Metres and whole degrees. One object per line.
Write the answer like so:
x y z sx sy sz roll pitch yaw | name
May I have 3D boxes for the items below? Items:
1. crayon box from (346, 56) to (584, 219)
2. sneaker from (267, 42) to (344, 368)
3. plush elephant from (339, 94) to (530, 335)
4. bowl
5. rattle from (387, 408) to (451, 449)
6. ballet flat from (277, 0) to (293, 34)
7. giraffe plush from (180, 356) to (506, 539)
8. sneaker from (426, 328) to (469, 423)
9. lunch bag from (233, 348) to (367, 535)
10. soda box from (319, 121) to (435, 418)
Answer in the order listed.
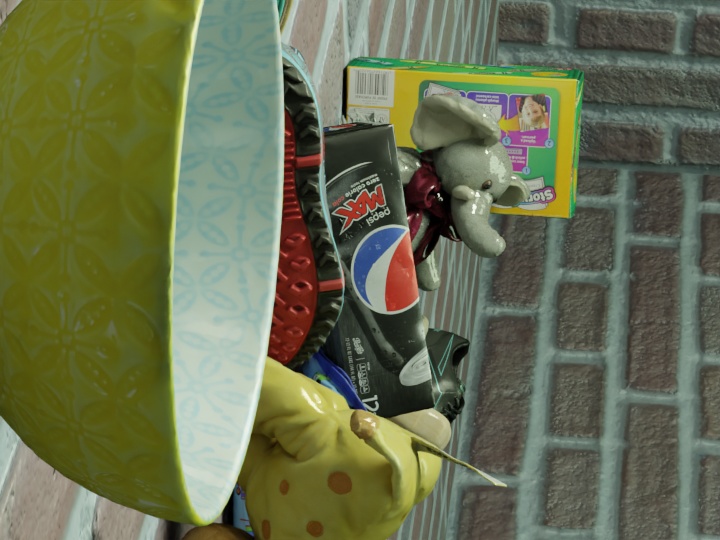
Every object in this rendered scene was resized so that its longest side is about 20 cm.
0.086 -0.113 1.785 0.058 0.198 0.120 -60 153 -73 | crayon box
-0.044 -0.041 1.246 0.096 0.079 0.202 -75 167 -68 | sneaker
0.058 -0.053 1.682 0.165 0.154 0.202 41 42 -53 | plush elephant
-0.093 -0.019 0.708 0.200 0.107 0.202 4 90 -84 | bowl
-0.011 0.140 1.685 0.200 0.129 0.144 -178 -76 -71 | rattle
-0.066 -0.192 1.038 0.063 0.068 0.201 -100 -173 -50 | ballet flat
-0.036 0.148 1.163 0.172 0.199 0.163 31 86 -48 | giraffe plush
0.076 0.154 2.371 0.076 0.079 0.202 79 17 -65 | sneaker
-0.042 0.147 1.426 0.200 0.093 0.152 -109 -161 -75 | lunch bag
0.000 0.000 1.465 0.071 0.063 0.202 -160 -120 -73 | soda box
